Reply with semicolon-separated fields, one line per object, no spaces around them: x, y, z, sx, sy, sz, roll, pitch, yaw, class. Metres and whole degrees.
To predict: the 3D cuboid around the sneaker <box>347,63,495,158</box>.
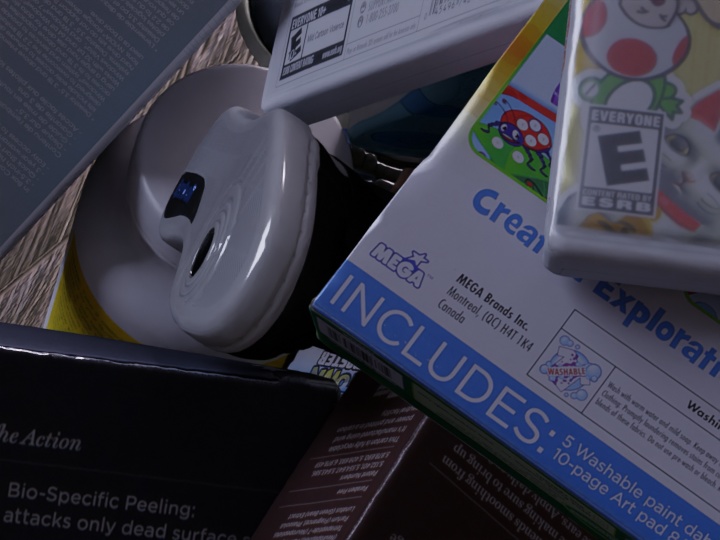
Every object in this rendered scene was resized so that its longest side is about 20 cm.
0.049;-0.117;1.012;0.200;0.079;0.131;147;126;-67;sneaker

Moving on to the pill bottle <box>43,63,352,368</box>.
-0.063;0.001;1.122;0.111;0.111;0.200;-58;-3;-27;pill bottle

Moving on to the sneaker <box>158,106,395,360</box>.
0.000;0.000;0.921;0.073;0.112;0.200;-60;12;8;sneaker

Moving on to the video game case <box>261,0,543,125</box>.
0.035;-0.148;0.906;0.200;0.024;0.183;-13;62;63;video game case

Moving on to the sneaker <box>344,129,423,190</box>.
0.028;-0.069;1.242;0.078;0.075;0.200;-51;8;38;sneaker

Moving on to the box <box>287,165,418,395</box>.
0.053;0.018;0.989;0.200;0.035;0.110;5;62;59;box

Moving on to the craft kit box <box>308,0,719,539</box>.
0.124;-0.008;0.690;0.198;0.200;0.049;-52;-10;-8;craft kit box

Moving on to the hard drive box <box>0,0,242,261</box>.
-0.096;-0.105;1.071;0.200;0.077;0.156;-43;9;35;hard drive box

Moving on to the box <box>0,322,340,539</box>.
-0.129;0.116;0.886;0.117;0.196;0.201;8;89;61;box

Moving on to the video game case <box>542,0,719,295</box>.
0.152;-0.076;0.674;0.023;0.199;0.183;84;-167;-75;video game case

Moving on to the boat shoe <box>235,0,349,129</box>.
0.001;-0.120;1.162;0.062;0.075;0.200;-44;11;23;boat shoe

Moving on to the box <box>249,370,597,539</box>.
0.001;0.132;0.837;0.075;0.100;0.200;-16;36;59;box
